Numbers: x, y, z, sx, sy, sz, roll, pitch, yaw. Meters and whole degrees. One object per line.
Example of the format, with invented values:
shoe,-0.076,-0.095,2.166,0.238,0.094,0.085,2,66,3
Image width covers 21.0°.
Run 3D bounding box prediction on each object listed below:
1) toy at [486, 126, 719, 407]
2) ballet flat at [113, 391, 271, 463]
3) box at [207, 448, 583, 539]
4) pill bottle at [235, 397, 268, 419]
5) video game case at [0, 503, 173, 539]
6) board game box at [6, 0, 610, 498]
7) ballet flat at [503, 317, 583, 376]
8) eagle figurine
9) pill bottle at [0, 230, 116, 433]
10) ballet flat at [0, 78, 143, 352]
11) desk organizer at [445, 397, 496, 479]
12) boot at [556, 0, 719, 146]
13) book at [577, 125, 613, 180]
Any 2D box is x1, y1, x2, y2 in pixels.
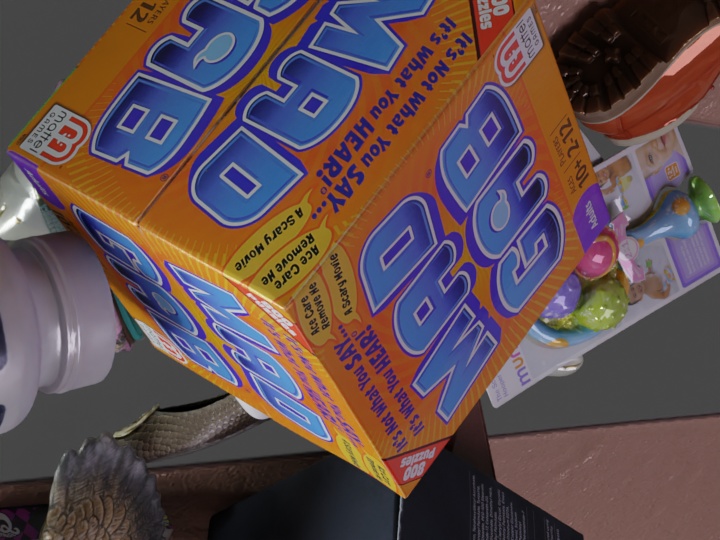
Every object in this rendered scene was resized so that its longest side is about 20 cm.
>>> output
toy,0.158,-0.002,1.287,0.199,0.047,0.116,-31,111,-20
ballet flat,-0.077,0.080,1.265,0.199,0.047,0.067,-20,-172,8
box,0.023,0.229,1.362,0.199,0.125,0.196,-29,133,35
pill bottle,0.000,0.000,1.185,0.199,0.113,0.112,-26,143,2
video game case,-0.242,0.241,1.332,0.180,0.036,0.201,2,129,-38
board game box,-0.020,-0.045,1.026,0.200,0.199,0.200,-52,146,-16
ballet flat,0.141,0.031,1.343,0.200,0.072,0.072,-42,146,-22
eagle figurine,-0.207,0.217,1.208,0.150,0.152,0.201,21,121,-24
pill bottle,-0.229,0.036,0.970,0.199,0.111,0.112,-12,137,-32
ballet flat,-0.171,-0.021,1.098,0.071,0.069,0.201,-9,139,-3
desk organizer,0.048,0.138,1.427,0.077,0.072,0.201,-30,143,-12
boot,0.219,-0.159,1.258,0.200,0.075,0.107,-38,151,9
book,0.070,-0.028,1.291,0.200,0.048,0.134,-42,140,4
